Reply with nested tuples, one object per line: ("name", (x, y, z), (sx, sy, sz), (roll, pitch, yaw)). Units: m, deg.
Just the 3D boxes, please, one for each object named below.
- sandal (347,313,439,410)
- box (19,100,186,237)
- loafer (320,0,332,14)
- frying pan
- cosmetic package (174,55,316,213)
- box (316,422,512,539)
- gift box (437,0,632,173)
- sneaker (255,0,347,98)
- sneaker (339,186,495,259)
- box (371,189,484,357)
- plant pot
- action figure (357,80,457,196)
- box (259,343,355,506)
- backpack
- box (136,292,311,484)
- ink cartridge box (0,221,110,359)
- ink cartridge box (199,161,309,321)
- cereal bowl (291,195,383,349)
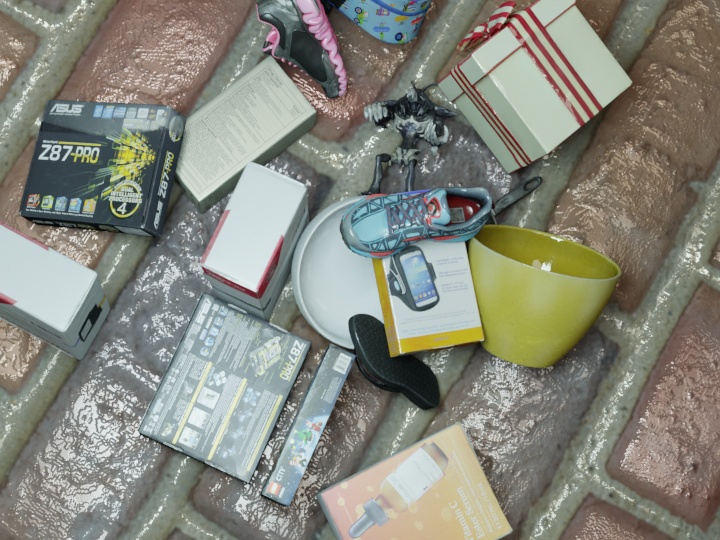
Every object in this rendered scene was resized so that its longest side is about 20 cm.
("sandal", (0.033, 0.125, 1.670), (0.048, 0.200, 0.076), (-20, 48, 26))
("box", (-0.332, -0.133, 1.693), (0.198, 0.049, 0.163), (7, 77, 26))
("loafer", (-0.106, -0.432, 1.807), (0.200, 0.073, 0.072), (41, 74, 2))
("frying pan", (0.150, -0.079, 1.779), (0.115, 0.031, 0.191), (35, 75, 0))
("cosmetic package", (-0.166, -0.180, 1.751), (0.200, 0.073, 0.104), (-38, 84, -11))
("box", (0.065, 0.306, 1.661), (0.199, 0.106, 0.153), (-26, 82, -9))
("gift box", (0.230, -0.266, 1.751), (0.200, 0.184, 0.187), (-41, 94, -18))
("sneaker", (-0.080, -0.298, 1.736), (0.095, 0.200, 0.079), (-21, 49, 5))
("sneaker", (0.071, -0.072, 1.594), (0.198, 0.095, 0.080), (-12, 79, -23))
("box", (0.078, 0.001, 1.655), (0.118, 0.041, 0.202), (-7, 79, -21))
("plant pot", (0.221, 0.040, 1.699), (0.198, 0.200, 0.143), (13, 107, -2))
("action figure", (0.062, -0.179, 1.752), (0.118, 0.102, 0.202), (10, 72, 8))
("box", (-0.068, 0.198, 1.655), (0.037, 0.137, 0.201), (25, 78, -1))
("backpack", (0.024, -0.411, 1.758), (0.199, 0.134, 0.183), (36, 45, -12))
("box", (-0.174, 0.151, 1.700), (0.160, 0.049, 0.201), (23, 78, 2))
("ink cartridge box", (-0.398, 0.027, 1.629), (0.145, 0.200, 0.083), (28, 75, 1))
("ink cartridge box", (-0.129, -0.032, 1.663), (0.083, 0.200, 0.146), (23, 78, 4))
("cereal bowl", (0.000, 0.000, 1.711), (0.198, 0.083, 0.202), (-2, 97, -20))
